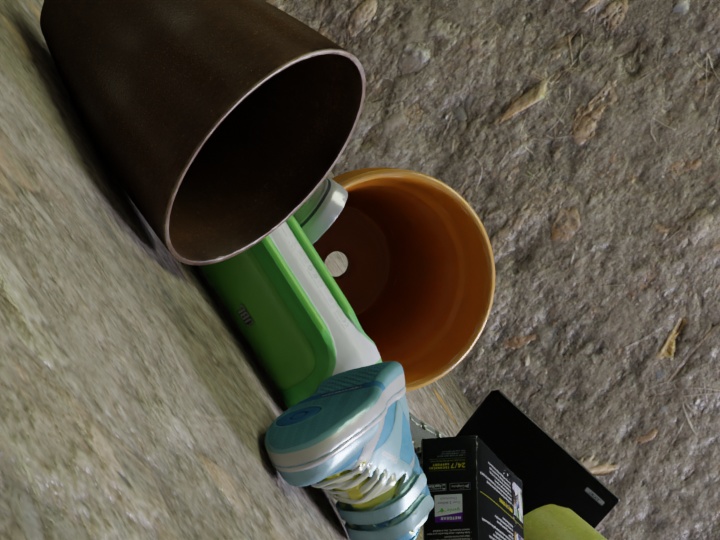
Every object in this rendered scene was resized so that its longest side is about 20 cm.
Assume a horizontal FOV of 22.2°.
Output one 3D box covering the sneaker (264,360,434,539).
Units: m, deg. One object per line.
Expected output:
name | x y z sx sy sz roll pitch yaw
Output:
sneaker | 0.001 0.146 1.277 0.200 0.079 0.131 -32 108 -68

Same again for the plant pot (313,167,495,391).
plant pot | 0.000 0.000 1.707 0.201 0.200 0.183 56 -11 -16

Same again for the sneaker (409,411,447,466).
sneaker | 0.025 0.161 1.575 0.200 0.075 0.116 47 13 -19

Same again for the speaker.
speaker | -0.063 0.018 1.403 0.201 0.088 0.088 57 4 -2

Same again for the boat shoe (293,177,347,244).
boat shoe | -0.083 -0.058 1.494 0.066 0.072 0.200 40 -15 -24

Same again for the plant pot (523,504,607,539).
plant pot | 0.205 0.327 1.726 0.184 0.200 0.200 47 -2 33

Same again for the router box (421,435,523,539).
router box | 0.096 0.229 1.516 0.200 0.051 0.150 48 39 -67

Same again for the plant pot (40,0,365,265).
plant pot | -0.131 -0.138 1.307 0.200 0.187 0.187 42 -2 22

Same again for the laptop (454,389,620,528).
laptop | 0.186 0.225 2.005 0.177 0.103 0.200 42 2 10
